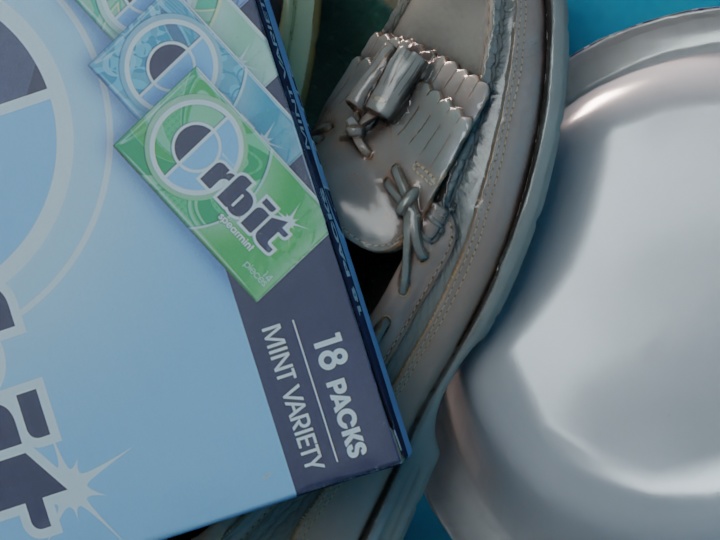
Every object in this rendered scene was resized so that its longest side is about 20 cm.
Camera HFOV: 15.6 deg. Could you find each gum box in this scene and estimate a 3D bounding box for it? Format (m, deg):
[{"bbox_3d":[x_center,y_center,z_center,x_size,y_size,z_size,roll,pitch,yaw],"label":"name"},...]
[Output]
[{"bbox_3d":[-0.106,-0.001,0.702,0.199,0.045,0.171,-18,88,5],"label":"gum box"}]

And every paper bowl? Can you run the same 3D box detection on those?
[{"bbox_3d":[0.106,0.019,0.769,0.199,0.104,0.202,-6,72,19],"label":"paper bowl"}]

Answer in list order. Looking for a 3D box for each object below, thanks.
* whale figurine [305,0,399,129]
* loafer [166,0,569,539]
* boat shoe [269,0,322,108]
[{"bbox_3d":[-0.035,-0.126,0.849,0.200,0.159,0.104,44,108,11],"label":"whale figurine"},{"bbox_3d":[0.000,0.000,0.738,0.072,0.063,0.201,30,104,53],"label":"loafer"},{"bbox_3d":[-0.066,-0.023,0.758,0.072,0.066,0.202,-130,55,-61],"label":"boat shoe"}]
